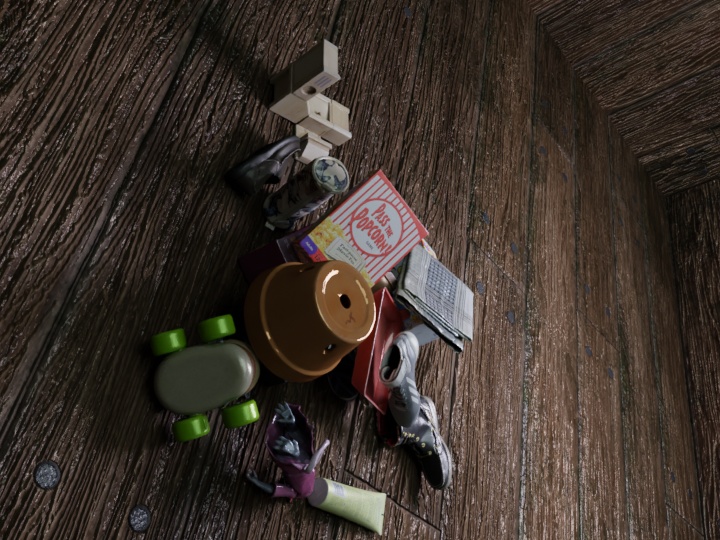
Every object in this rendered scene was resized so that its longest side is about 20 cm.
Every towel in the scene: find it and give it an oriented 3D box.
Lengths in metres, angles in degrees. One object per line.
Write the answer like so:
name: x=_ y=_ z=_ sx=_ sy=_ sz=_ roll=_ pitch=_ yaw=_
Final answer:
towel: x=0.157 y=0.048 z=1.550 sx=0.192 sy=0.034 sz=0.201 roll=42 pitch=35 yaw=-17

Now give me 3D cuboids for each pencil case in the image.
pencil case: x=-0.105 y=-0.144 z=1.444 sx=0.078 sy=0.200 sz=0.090 roll=28 pitch=55 yaw=-27

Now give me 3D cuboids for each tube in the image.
tube: x=-0.016 y=0.428 z=1.404 sx=0.200 sy=0.058 sz=0.052 roll=33 pitch=6 yaw=-43

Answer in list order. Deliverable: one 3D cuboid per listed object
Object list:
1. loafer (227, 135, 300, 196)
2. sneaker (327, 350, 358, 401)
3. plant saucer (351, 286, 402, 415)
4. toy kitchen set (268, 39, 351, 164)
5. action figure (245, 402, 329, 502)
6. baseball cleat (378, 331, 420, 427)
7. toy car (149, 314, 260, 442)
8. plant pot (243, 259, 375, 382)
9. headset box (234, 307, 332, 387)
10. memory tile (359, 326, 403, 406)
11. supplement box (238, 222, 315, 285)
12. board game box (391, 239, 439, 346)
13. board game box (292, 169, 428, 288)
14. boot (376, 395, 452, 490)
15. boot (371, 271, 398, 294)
loafer: x=-0.180 y=-0.202 z=1.496 sx=0.200 sy=0.073 sz=0.072 roll=-43 pitch=112 yaw=-43
sneaker: x=-0.047 y=0.162 z=1.488 sx=0.077 sy=0.075 sz=0.201 roll=80 pitch=-2 yaw=-64
plant saucer: x=0.030 y=0.153 z=1.438 sx=0.200 sy=0.036 sz=0.201 roll=58 pitch=40 yaw=-66
toy kitchen set: x=-0.064 y=-0.330 z=1.605 sx=0.199 sy=0.180 sz=0.164 roll=21 pitch=58 yaw=-40
action figure: x=-0.099 y=0.316 z=1.266 sx=0.134 sy=0.148 sz=0.201 roll=-48 pitch=143 yaw=-41
baseball cleat: x=0.067 y=0.216 z=1.440 sx=0.106 sy=0.069 sz=0.202 roll=-29 pitch=120 yaw=-55
toy car: x=-0.225 y=0.163 z=1.230 sx=0.200 sy=0.157 sz=0.165 roll=2 pitch=72 yaw=-82
plant pot: x=-0.070 y=0.068 z=1.251 sx=0.199 sy=0.140 sz=0.201 roll=24 pitch=54 yaw=-39
headset box: x=-0.118 y=0.106 z=1.367 sx=0.199 sy=0.075 sz=0.149 roll=-24 pitch=89 yaw=-35
memory tile: x=0.044 y=0.181 z=1.564 sx=0.200 sy=0.017 sz=0.155 roll=-11 pitch=102 yaw=-64
supplement box: x=-0.118 y=-0.029 z=1.445 sx=0.200 sy=0.110 sz=0.086 roll=-30 pitch=96 yaw=-54
board game box: x=0.130 y=0.043 z=1.675 sx=0.103 sy=0.104 sz=0.201 roll=44 pitch=25 yaw=-56
board game box: x=0.002 y=-0.059 z=1.374 sx=0.200 sy=0.046 sz=0.152 roll=-44 pitch=106 yaw=-12
boot: x=0.109 y=0.351 z=1.574 sx=0.150 sy=0.073 sz=0.201 roll=15 pitch=58 yaw=-49
boot: x=0.000 y=0.000 z=1.455 sx=0.076 sy=0.073 sz=0.200 roll=-53 pitch=131 yaw=-16
